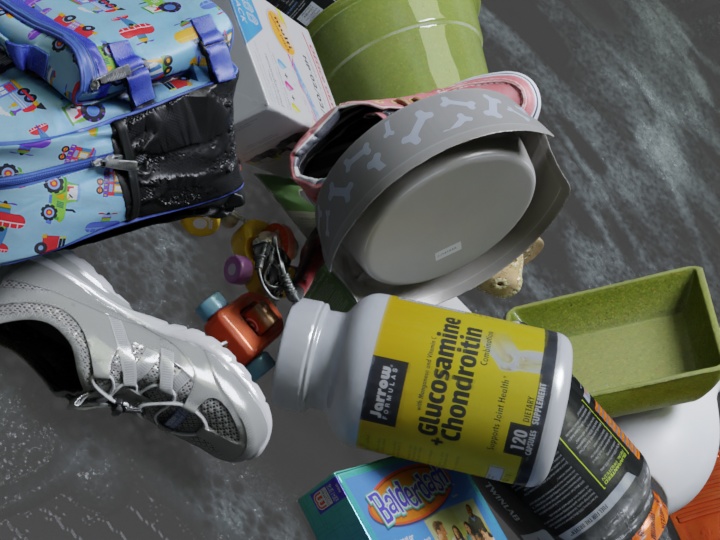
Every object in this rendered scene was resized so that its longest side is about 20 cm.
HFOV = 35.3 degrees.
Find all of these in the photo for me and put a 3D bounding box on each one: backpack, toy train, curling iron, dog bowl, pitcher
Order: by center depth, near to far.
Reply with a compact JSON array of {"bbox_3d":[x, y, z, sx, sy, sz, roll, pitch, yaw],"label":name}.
[{"bbox_3d":[-0.191,-0.093,0.676,0.200,0.135,0.182,-24,43,-32],"label":"backpack"},{"bbox_3d":[0.056,-0.051,0.831,0.200,0.200,0.059,10,43,-48],"label":"dog bowl"},{"bbox_3d":[-0.103,-0.022,0.848,0.200,0.056,0.150,53,30,5],"label":"toy train"},{"bbox_3d":[-0.038,-0.022,0.866,0.050,0.026,0.200,65,20,-10],"label":"curling iron"},{"bbox_3d":[0.270,0.143,1.103,0.200,0.171,0.121,-49,124,-40],"label":"pitcher"}]

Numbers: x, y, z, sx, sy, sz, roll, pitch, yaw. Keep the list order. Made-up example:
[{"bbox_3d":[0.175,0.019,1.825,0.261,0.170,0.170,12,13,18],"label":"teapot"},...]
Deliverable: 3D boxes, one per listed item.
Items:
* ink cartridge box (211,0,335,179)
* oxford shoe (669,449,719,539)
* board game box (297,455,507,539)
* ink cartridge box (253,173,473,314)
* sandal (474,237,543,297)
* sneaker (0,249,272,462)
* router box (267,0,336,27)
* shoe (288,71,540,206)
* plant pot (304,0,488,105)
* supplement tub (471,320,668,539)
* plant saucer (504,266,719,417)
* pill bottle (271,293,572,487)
[{"bbox_3d":[-0.074,-0.145,0.898,0.200,0.068,0.115,13,56,-69],"label":"ink cartridge box"},{"bbox_3d":[0.353,0.264,1.137,0.073,0.071,0.200,56,29,-30],"label":"oxford shoe"},{"bbox_3d":[0.060,0.225,0.798,0.152,0.045,0.200,-3,58,-53],"label":"board game box"},{"bbox_3d":[0.000,0.000,0.971,0.200,0.048,0.145,47,26,27],"label":"ink cartridge box"},{"bbox_3d":[0.144,-0.007,1.134,0.070,0.078,0.212,55,25,20],"label":"sandal"},{"bbox_3d":[-0.148,0.067,0.689,0.200,0.075,0.082,32,39,-7],"label":"sneaker"},{"bbox_3d":[-0.095,-0.350,1.204,0.150,0.062,0.200,31,33,-24],"label":"router box"},{"bbox_3d":[0.043,-0.102,0.859,0.091,0.200,0.072,32,36,-79],"label":"shoe"},{"bbox_3d":[0.055,-0.145,1.067,0.200,0.200,0.190,4,58,-51],"label":"plant pot"},{"bbox_3d":[0.150,0.150,0.923,0.200,0.122,0.123,49,30,-3],"label":"supplement tub"},{"bbox_3d":[0.236,0.079,1.060,0.200,0.199,0.048,-72,145,-62],"label":"plant saucer"},{"bbox_3d":[0.043,0.079,0.806,0.199,0.112,0.112,12,34,5],"label":"pill bottle"}]
